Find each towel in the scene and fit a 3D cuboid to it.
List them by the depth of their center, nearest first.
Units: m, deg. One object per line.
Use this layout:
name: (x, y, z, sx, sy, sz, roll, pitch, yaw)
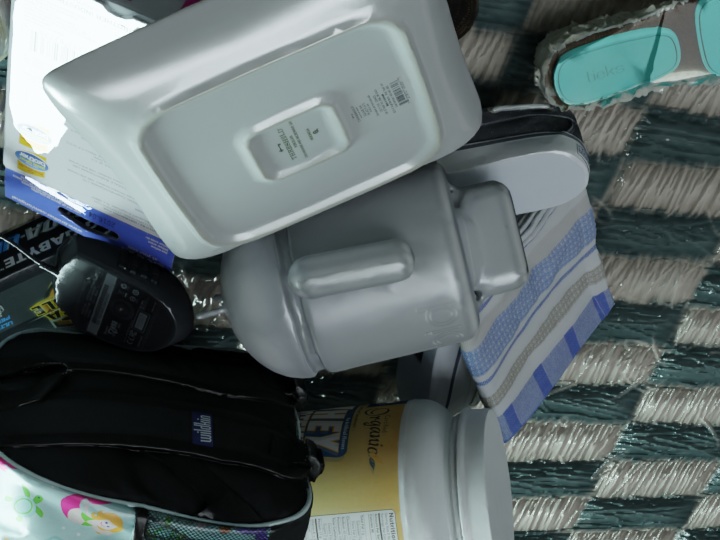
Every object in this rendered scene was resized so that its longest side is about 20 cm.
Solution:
towel: (0.125, 0.024, 1.043, 0.147, 0.024, 0.200, -51, 148, -18)

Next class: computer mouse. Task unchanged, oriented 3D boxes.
computer mouse: (-0.188, -0.012, 0.879, 0.199, 0.034, 0.059, 28, 129, -4)

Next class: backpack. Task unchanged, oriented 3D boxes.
backpack: (-0.143, 0.122, 0.894, 0.199, 0.178, 0.151, 15, 119, -19)

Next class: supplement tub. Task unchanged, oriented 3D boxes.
supplement tub: (0.001, 0.168, 1.041, 0.198, 0.145, 0.145, -7, 133, 12)

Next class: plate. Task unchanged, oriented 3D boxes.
plate: (-0.036, -0.078, 0.770, 0.199, 0.032, 0.200, -24, 151, 3)

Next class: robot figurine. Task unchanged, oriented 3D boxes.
robot figurine: (0.000, 0.000, 0.902, 0.199, 0.114, 0.170, -13, 174, 6)

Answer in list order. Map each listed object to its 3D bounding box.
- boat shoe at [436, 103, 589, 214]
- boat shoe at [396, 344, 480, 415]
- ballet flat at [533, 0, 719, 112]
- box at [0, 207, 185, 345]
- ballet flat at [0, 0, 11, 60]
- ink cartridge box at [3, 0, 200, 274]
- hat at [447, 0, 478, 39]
boat shoe: (0.047, -0.072, 0.967, 0.198, 0.068, 0.072, -10, 138, 7)
boat shoe: (0.076, 0.028, 1.062, 0.065, 0.074, 0.201, -9, 139, -24)
ballet flat: (0.205, -0.154, 0.964, 0.198, 0.072, 0.072, -10, 130, -3)
box: (-0.221, 0.056, 0.957, 0.199, 0.046, 0.160, -25, 131, -5)
ballet flat: (-0.243, -0.115, 0.801, 0.199, 0.070, 0.070, -28, 132, -2)
ink cartridge box: (-0.137, -0.087, 0.824, 0.119, 0.042, 0.200, 24, 141, 2)
hat: (-0.026, -0.113, 0.840, 0.199, 0.082, 0.201, -6, 161, -2)
